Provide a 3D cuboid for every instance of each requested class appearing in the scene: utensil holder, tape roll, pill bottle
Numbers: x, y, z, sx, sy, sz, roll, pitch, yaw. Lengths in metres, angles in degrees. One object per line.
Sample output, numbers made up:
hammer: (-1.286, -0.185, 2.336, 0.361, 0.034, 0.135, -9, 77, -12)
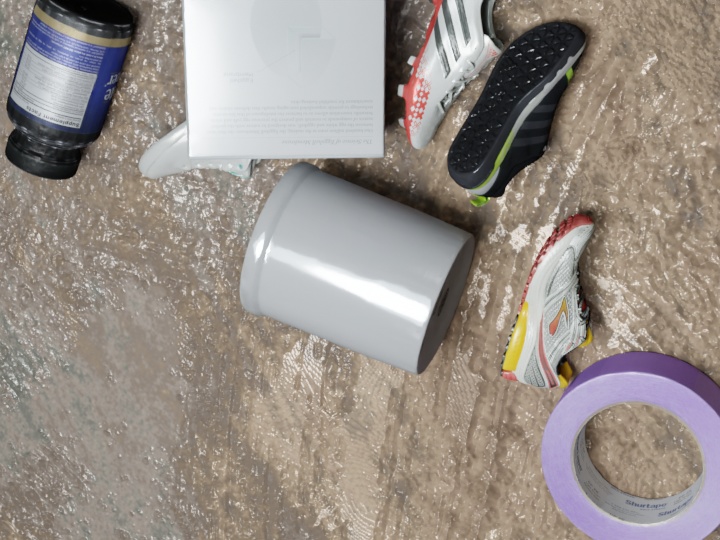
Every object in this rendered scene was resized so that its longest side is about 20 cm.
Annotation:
utensil holder: (0.000, 0.000, 1.296, 0.199, 0.170, 0.171, 22, 112, 12)
tape roll: (0.292, 0.189, 1.286, 0.199, 0.066, 0.201, 6, 106, 20)
pill bottle: (-0.335, -0.210, 1.400, 0.111, 0.112, 0.201, 29, 114, 12)

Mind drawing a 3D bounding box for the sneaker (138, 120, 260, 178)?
sneaker: (-0.156, -0.135, 1.373, 0.199, 0.075, 0.089, -27, 99, 24)

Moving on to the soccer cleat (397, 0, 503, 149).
soccer cleat: (0.097, -0.213, 1.249, 0.085, 0.069, 0.201, 22, 108, 19)

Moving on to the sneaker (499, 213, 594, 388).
sneaker: (0.208, 0.033, 1.276, 0.082, 0.078, 0.201, 19, 121, 12)

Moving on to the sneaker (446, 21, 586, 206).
sneaker: (0.162, -0.156, 1.246, 0.200, 0.083, 0.072, -53, 47, 7)

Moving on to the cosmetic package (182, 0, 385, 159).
cosmetic package: (-0.077, -0.221, 1.250, 0.198, 0.123, 0.201, -1, 105, -5)
